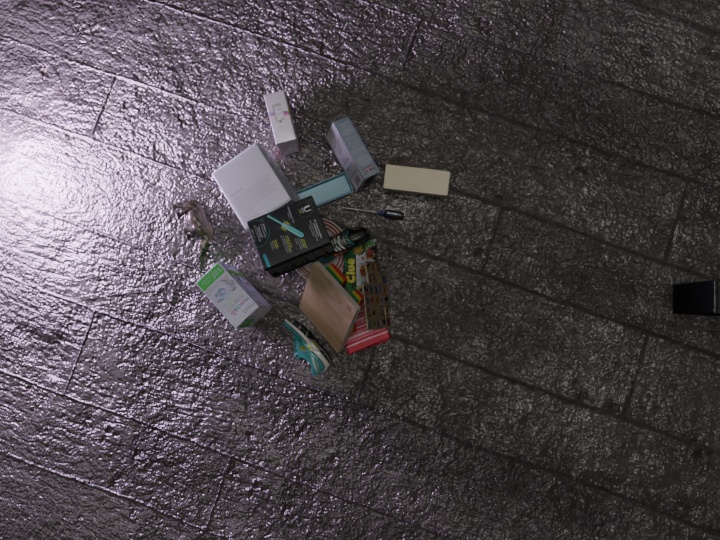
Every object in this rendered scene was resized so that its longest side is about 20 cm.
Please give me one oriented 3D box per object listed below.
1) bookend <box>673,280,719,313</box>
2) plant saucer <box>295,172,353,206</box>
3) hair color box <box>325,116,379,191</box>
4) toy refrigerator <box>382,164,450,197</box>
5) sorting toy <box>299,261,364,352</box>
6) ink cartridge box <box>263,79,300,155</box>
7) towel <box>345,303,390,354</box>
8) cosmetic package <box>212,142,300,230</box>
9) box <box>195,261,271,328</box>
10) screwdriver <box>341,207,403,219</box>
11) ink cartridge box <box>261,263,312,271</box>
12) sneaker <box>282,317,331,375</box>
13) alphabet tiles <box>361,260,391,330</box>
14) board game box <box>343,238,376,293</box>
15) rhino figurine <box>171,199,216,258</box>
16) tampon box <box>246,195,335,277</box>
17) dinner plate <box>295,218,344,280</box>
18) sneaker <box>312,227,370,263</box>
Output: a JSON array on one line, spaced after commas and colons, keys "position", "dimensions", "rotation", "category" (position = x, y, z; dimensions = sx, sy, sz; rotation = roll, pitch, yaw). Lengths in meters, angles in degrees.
[{"position": [1.064, 0.085, 1.561], "dimensions": [0.197, 0.200, 0.093], "rotation": [3, 85, 2], "category": "bookend"}, {"position": [-0.126, -0.242, 1.694], "dimensions": [0.199, 0.019, 0.070], "rotation": [-22, 85, 0], "category": "plant saucer"}, {"position": [-0.026, -0.359, 1.658], "dimensions": [0.060, 0.099, 0.201], "rotation": [-27, 85, -21], "category": "hair color box"}, {"position": [0.173, -0.278, 1.671], "dimensions": [0.198, 0.070, 0.077], "rotation": [6, 92, 2], "category": "toy refrigerator"}, {"position": [-0.077, 0.100, 1.576], "dimensions": [0.069, 0.199, 0.200], "rotation": [-22, 58, -39], "category": "sorting toy"}, {"position": [-0.246, -0.475, 1.668], "dimensions": [0.067, 0.116, 0.201], "rotation": [-14, 84, -1], "category": "ink cartridge box"}, {"position": [-0.007, 0.145, 1.655], "dimensions": [0.144, 0.022, 0.201], "rotation": [-22, 83, 1], "category": "towel"}, {"position": [-0.303, -0.240, 1.612], "dimensions": [0.166, 0.167, 0.201], "rotation": [-33, 86, 6], "category": "cosmetic package"}, {"position": [-0.365, 0.074, 1.577], "dimensions": [0.097, 0.200, 0.177], "rotation": [-42, 87, -2], "category": "box"}, {"position": [0.038, -0.188, 1.680], "dimensions": [0.199, 0.028, 0.029], "rotation": [12, 114, -2], "category": "screwdriver"}, {"position": [-0.203, -0.047, 1.667], "dimensions": [0.198, 0.039, 0.100], "rotation": [3, 84, 0], "category": "ink cartridge box"}, {"position": [-0.174, 0.229, 1.625], "dimensions": [0.080, 0.078, 0.200], "rotation": [-39, 86, 6], "category": "sneaker"}, {"position": [0.046, 0.073, 1.596], "dimensions": [0.008, 0.167, 0.202], "rotation": [-9, 84, 27], "category": "alphabet tiles"}, {"position": [0.000, 0.000, 1.649], "dimensions": [0.104, 0.023, 0.202], "rotation": [-1, 77, -6], "category": "board game box"}, {"position": [-0.506, -0.128, 1.666], "dimensions": [0.087, 0.060, 0.201], "rotation": [-25, 88, -12], "category": "rhino figurine"}, {"position": [-0.194, -0.094, 1.530], "dimensions": [0.199, 0.126, 0.151], "rotation": [-22, 78, -1], "category": "tampon box"}, {"position": [-0.128, -0.061, 1.645], "dimensions": [0.199, 0.024, 0.202], "rotation": [2, 86, -27], "category": "dinner plate"}, {"position": [-0.063, -0.083, 1.606], "dimensions": [0.199, 0.080, 0.072], "rotation": [-26, 85, -12], "category": "sneaker"}]
